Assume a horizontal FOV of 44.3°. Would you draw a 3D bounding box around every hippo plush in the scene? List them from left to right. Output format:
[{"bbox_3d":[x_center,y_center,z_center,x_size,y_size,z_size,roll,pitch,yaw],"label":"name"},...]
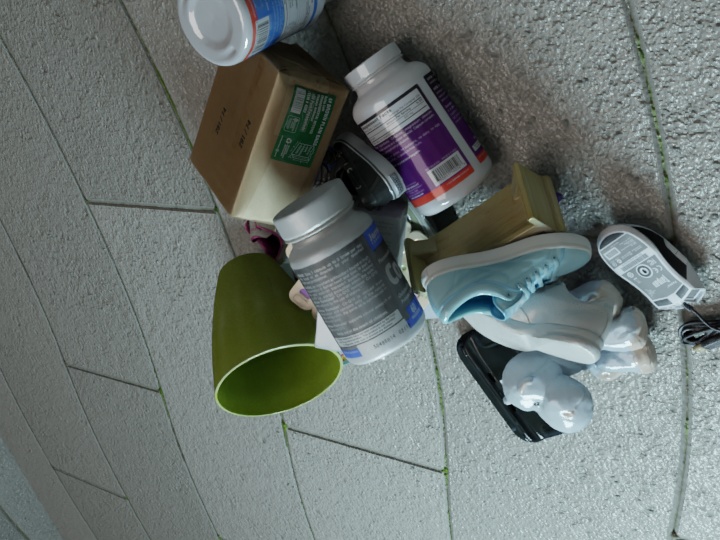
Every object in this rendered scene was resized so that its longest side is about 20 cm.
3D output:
[{"bbox_3d":[0.250,0.104,1.092,0.200,0.161,0.160,36,156,11],"label":"hippo plush"}]

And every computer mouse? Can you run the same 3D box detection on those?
[{"bbox_3d":[0.363,0.009,1.029,0.200,0.044,0.110,43,146,-3],"label":"computer mouse"}]

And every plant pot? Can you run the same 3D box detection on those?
[{"bbox_3d":[-0.142,0.079,1.301,0.188,0.186,0.201,112,146,-48],"label":"plant pot"}]

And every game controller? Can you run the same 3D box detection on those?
[{"bbox_3d":[0.226,0.166,1.297,0.104,0.042,0.200,-30,100,36],"label":"game controller"}]

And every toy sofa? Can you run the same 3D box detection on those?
[{"bbox_3d":[0.156,-0.035,1.082,0.097,0.083,0.200,23,136,-39],"label":"toy sofa"}]

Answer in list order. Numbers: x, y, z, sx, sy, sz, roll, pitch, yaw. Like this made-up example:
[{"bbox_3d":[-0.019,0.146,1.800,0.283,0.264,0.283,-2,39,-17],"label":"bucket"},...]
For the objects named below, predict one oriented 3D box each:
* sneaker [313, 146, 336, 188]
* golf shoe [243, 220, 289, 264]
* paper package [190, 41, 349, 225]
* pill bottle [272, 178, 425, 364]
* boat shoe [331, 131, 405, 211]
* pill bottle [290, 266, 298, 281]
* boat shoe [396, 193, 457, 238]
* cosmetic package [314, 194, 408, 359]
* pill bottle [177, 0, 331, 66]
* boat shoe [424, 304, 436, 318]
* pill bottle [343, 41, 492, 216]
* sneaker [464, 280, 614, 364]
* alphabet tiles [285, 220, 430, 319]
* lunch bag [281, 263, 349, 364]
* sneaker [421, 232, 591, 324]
[{"bbox_3d":[-0.095,-0.182,1.264,0.200,0.078,0.076,36,116,23],"label":"sneaker"},{"bbox_3d":[-0.150,-0.099,1.372,0.075,0.091,0.201,-20,106,51],"label":"golf shoe"},{"bbox_3d":[-0.123,-0.182,1.135,0.191,0.103,0.201,49,124,48],"label":"paper package"},{"bbox_3d":[-0.015,0.000,1.056,0.113,0.114,0.201,-14,111,48],"label":"pill bottle"},{"bbox_3d":[-0.006,-0.126,1.120,0.069,0.056,0.200,57,175,-26],"label":"boat shoe"},{"bbox_3d":[-0.038,0.016,1.346,0.112,0.112,0.201,0,122,43],"label":"pill bottle"},{"bbox_3d":[0.072,-0.092,1.188,0.065,0.075,0.202,-13,119,43],"label":"boat shoe"},{"bbox_3d":[0.001,0.007,1.156,0.101,0.074,0.201,11,114,9],"label":"cosmetic package"},{"bbox_3d":[-0.111,-0.329,1.052,0.112,0.200,0.113,22,132,27],"label":"pill bottle"},{"bbox_3d":[0.044,0.033,1.262,0.199,0.057,0.069,0,139,12],"label":"boat shoe"},{"bbox_3d":[0.067,-0.175,1.090,0.112,0.112,0.200,-25,103,50],"label":"pill bottle"},{"bbox_3d":[0.207,0.046,1.051,0.199,0.089,0.075,14,157,39],"label":"sneaker"},{"bbox_3d":[0.000,0.000,1.203,0.200,0.015,0.196,38,112,-1],"label":"alphabet tiles"},{"bbox_3d":[-0.119,0.072,1.466,0.170,0.122,0.201,5,117,45],"label":"lunch bag"},{"bbox_3d":[0.174,0.018,1.011,0.074,0.199,0.082,73,-177,-62],"label":"sneaker"}]
